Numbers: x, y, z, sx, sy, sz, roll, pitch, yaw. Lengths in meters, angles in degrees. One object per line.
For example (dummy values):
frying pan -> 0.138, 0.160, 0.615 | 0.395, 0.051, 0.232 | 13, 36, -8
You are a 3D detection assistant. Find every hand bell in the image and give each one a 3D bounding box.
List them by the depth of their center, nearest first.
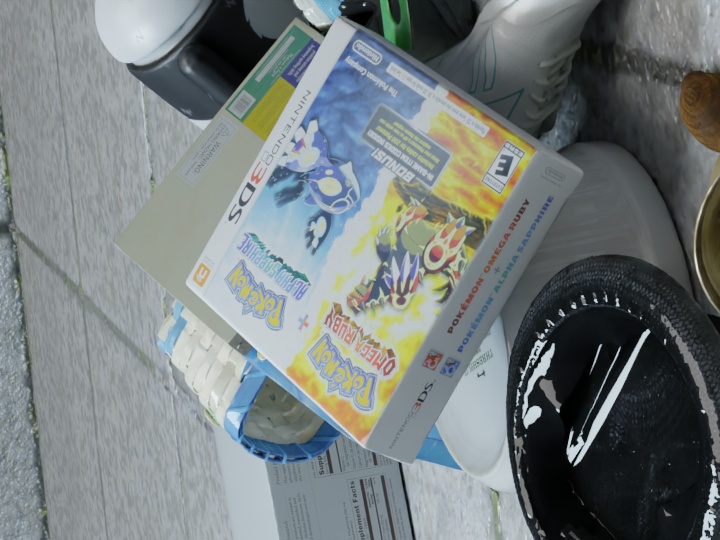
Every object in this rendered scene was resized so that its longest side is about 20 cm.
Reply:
hand bell -> 0.181, -0.056, 1.069 | 0.200, 0.103, 0.105 | -107, 15, -65

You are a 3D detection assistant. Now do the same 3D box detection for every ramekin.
ramekin -> 0.102, 0.032, 1.296 | 0.200, 0.104, 0.202 | 171, 90, -73

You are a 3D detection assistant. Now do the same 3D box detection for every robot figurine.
robot figurine -> -0.101, -0.171, 1.678 | 0.150, 0.200, 0.125 | 4, 60, 58

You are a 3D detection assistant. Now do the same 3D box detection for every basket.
basket -> -0.023, 0.072, 1.548 | 0.199, 0.176, 0.140 | 30, 93, 29

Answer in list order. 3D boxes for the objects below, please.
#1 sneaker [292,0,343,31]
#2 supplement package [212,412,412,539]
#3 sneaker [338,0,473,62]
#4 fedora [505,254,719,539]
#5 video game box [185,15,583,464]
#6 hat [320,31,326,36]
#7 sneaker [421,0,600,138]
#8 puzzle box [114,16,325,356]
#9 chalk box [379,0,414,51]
sneaker -> 0.003, -0.260, 1.556 | 0.078, 0.089, 0.202 | 36, -131, -57
supplement package -> -0.046, 0.142, 1.821 | 0.156, 0.110, 0.202 | 146, 114, -71
sneaker -> 0.045, -0.122, 1.434 | 0.200, 0.090, 0.077 | -128, 35, -56
fedora -> 0.157, 0.080, 1.143 | 0.200, 0.091, 0.202 | 26, 121, 53
video game box -> 0.006, -0.022, 1.253 | 0.200, 0.047, 0.183 | 38, 103, 47
hat -> 0.041, -0.070, 1.592 | 0.200, 0.175, 0.167 | -59, -26, -48
sneaker -> 0.093, -0.116, 1.298 | 0.081, 0.070, 0.200 | 58, 140, 7
puzzle box -> -0.059, -0.058, 1.507 | 0.133, 0.200, 0.025 | 39, 179, 37
chalk box -> 0.024, -0.229, 1.307 | 0.125, 0.123, 0.202 | -147, 64, -73
